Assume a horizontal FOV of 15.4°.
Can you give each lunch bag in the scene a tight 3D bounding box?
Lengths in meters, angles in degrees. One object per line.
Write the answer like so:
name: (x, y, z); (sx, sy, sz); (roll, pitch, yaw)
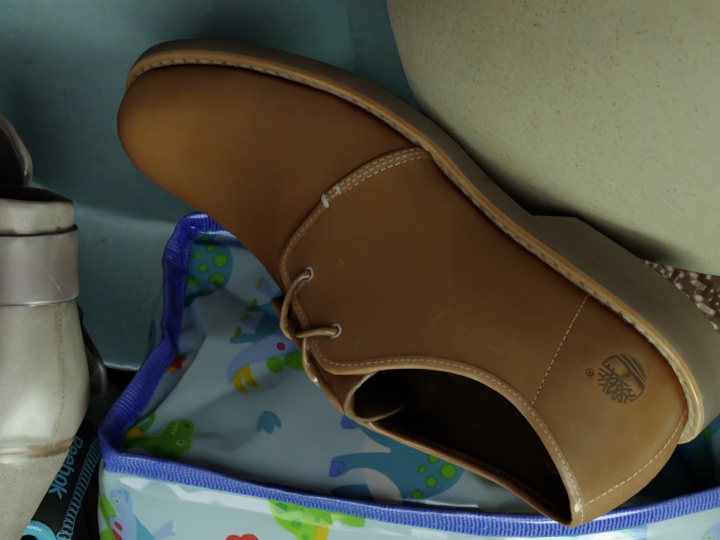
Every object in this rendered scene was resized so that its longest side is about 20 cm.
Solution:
lunch bag: (0.028, 0.085, 0.808); (0.199, 0.128, 0.170); (11, 139, 7)

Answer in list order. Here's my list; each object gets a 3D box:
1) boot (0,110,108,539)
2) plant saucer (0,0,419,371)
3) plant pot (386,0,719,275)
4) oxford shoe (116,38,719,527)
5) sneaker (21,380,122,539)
boot: (-0.148, 0.008, 0.796); (0.200, 0.070, 0.147); (30, 117, 37)
plant saucer: (-0.065, -0.061, 0.814); (0.200, 0.039, 0.201); (2, 121, 4)
plant pot: (0.085, -0.082, 0.735); (0.134, 0.200, 0.201); (-16, 112, 24)
oxford shoe: (0.000, 0.000, 0.723); (0.200, 0.071, 0.071); (32, 150, 27)
sneaker: (-0.137, 0.120, 0.870); (0.073, 0.082, 0.200); (20, 123, -11)
